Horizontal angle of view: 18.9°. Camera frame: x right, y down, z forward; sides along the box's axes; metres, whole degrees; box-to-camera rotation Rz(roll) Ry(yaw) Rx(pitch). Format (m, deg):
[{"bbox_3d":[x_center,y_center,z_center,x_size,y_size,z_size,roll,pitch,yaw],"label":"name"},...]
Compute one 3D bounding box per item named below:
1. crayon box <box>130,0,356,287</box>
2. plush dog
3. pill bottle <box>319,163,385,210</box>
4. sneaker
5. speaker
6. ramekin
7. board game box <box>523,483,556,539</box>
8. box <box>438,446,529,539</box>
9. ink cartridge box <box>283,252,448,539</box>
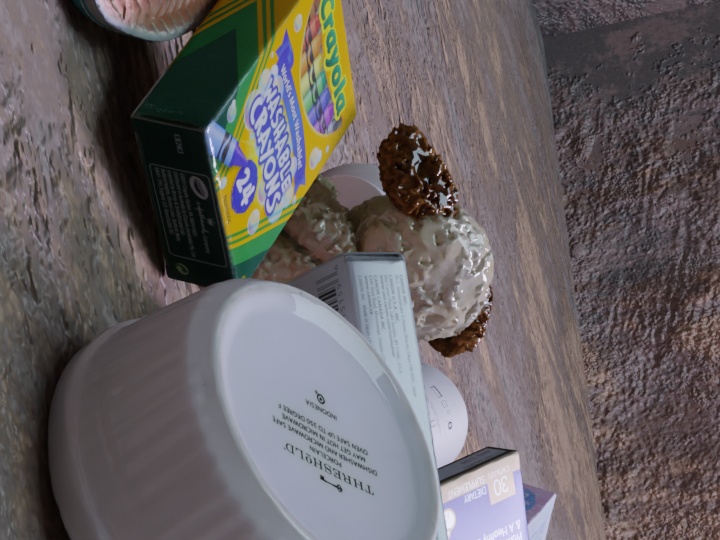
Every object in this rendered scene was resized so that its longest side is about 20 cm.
[{"bbox_3d":[-0.057,-0.101,1.270,0.126,0.051,0.200,81,30,-44],"label":"crayon box"},{"bbox_3d":[0.000,0.000,1.382,0.161,0.170,0.201,-90,165,-46],"label":"plush dog"},{"bbox_3d":[0.008,-0.015,1.600,0.200,0.112,0.113,37,43,-75],"label":"pill bottle"},{"bbox_3d":[-0.122,-0.180,1.247,0.200,0.079,0.072,-28,130,-60],"label":"sneaker"},{"bbox_3d":[-0.003,0.111,1.377,0.200,0.081,0.082,-16,95,-65],"label":"speaker"},{"bbox_3d":[-0.047,0.095,1.044,0.202,0.094,0.203,38,33,-30],"label":"ramekin"},{"bbox_3d":[0.071,0.271,1.512,0.200,0.043,0.200,-30,135,-65],"label":"board game box"},{"bbox_3d":[0.065,0.224,1.362,0.121,0.032,0.202,-18,106,-45],"label":"box"},{"bbox_3d":[-0.024,0.109,1.201,0.173,0.043,0.202,-27,-112,54],"label":"ink cartridge box"}]
